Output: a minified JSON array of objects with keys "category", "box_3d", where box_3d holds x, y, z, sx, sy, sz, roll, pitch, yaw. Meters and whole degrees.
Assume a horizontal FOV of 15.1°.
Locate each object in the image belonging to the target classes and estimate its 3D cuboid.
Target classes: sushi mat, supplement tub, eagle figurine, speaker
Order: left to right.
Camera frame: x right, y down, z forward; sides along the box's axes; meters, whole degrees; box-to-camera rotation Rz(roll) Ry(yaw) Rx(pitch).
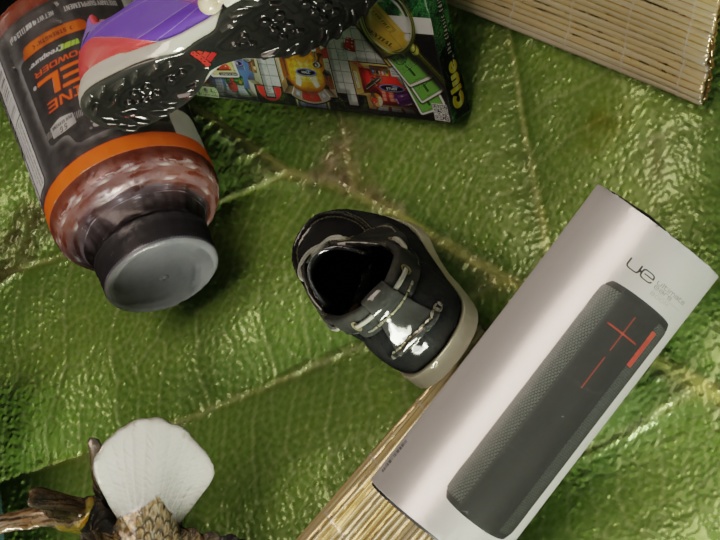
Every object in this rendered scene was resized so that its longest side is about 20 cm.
[{"category":"supplement tub","box_3d":[-0.149,-0.074,1.633,0.107,0.107,0.200,-37,56,20]},{"category":"eagle figurine","box_3d":[-0.117,0.199,1.506,0.152,0.151,0.200,-32,47,11]},{"category":"sushi mat","box_3d":[0.028,0.132,1.492,0.200,0.012,0.096,-50,53,11]},{"category":"speaker","box_3d":[0.096,0.055,1.415,0.200,0.081,0.081,-52,52,1]},{"category":"sushi mat","box_3d":[0.120,-0.166,1.497,0.200,0.012,0.096,27,122,39]}]

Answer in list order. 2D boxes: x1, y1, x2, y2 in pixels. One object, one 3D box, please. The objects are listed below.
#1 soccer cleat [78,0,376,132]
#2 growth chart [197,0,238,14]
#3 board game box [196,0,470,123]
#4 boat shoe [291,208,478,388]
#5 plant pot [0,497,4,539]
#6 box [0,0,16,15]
[{"category":"soccer cleat","box_3d":[-0.077,-0.149,1.539,0.200,0.068,0.073,-24,55,23]},{"category":"growth chart","box_3d":[-0.045,-0.224,1.525,0.145,0.018,0.200,-33,38,15]},{"category":"board game box","box_3d":[-0.031,-0.144,1.585,0.200,0.023,0.105,8,122,38]},{"category":"boat shoe","box_3d":[0.000,0.000,1.490,0.072,0.068,0.200,-57,24,4]},{"category":"plant pot","box_3d":[-0.302,0.150,1.613,0.200,0.200,0.161,-33,67,22]},{"category":"box","box_3d":[-0.328,-0.198,1.794,0.200,0.123,0.199,-20,62,31]}]
